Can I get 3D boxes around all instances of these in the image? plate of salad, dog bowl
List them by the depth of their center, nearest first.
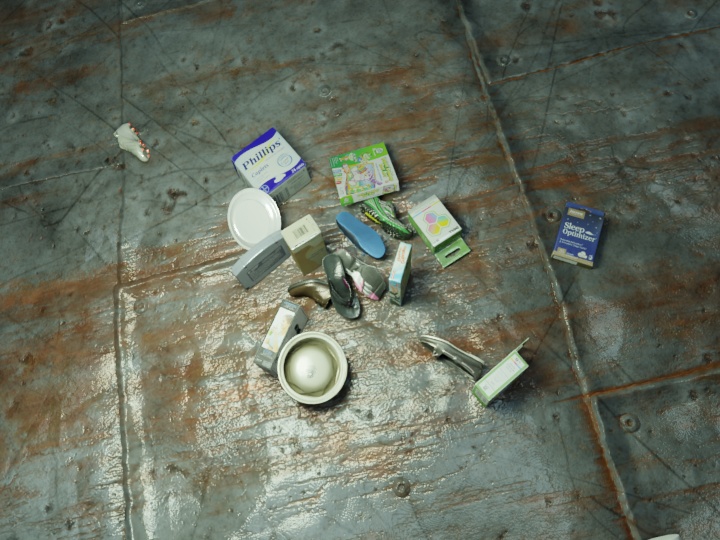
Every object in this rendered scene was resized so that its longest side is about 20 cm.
[{"bbox_3d":[-0.137,0.279,1.621,0.196,0.074,0.204,2,72,-7],"label":"dog bowl"},{"bbox_3d":[-0.334,-0.160,1.818,0.196,0.048,0.204,6,105,22],"label":"plate of salad"}]

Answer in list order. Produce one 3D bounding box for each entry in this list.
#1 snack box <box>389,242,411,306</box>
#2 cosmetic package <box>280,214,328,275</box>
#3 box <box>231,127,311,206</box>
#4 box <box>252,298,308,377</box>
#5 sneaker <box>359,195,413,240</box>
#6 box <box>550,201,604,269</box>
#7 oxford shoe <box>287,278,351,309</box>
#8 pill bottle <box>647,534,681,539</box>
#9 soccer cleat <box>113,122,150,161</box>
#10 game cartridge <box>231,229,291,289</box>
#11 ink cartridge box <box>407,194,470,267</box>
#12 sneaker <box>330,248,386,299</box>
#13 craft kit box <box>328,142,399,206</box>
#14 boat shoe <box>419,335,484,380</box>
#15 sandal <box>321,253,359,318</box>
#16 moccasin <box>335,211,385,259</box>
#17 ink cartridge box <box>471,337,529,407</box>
[{"bbox_3d":[0.115,0.015,1.649,0.036,0.201,0.118,15,69,10],"label":"snack box"},{"bbox_3d":[-0.162,-0.072,1.716,0.104,0.201,0.072,-32,69,-7],"label":"cosmetic package"},{"bbox_3d":[-0.295,-0.332,1.888,0.183,0.105,0.200,-38,68,-10],"label":"box"},{"bbox_3d":[-0.228,0.198,1.660,0.059,0.117,0.203,19,72,16],"label":"box"},{"bbox_3d":[0.092,-0.172,1.795,0.199,0.078,0.085,41,76,20],"label":"sneaker"},{"bbox_3d":[0.663,-0.115,1.736,0.119,0.033,0.203,17,70,13],"label":"box"},{"bbox_3d":[-0.125,0.072,1.724,0.196,0.073,0.086,-1,71,7],"label":"oxford shoe"},{"bbox_3d":[0.739,0.735,1.335,0.112,0.114,0.203,-14,67,0],"label":"pill bottle"},{"bbox_3d":[-0.803,-0.438,2.011,0.077,0.069,0.201,-36,62,-4],"label":"soccer cleat"},{"bbox_3d":[-0.298,-0.035,1.752,0.199,0.134,0.041,-40,70,-11],"label":"game cartridge"},{"bbox_3d":[0.241,-0.123,1.759,0.103,0.059,0.201,-31,68,-7],"label":"ink cartridge box"},{"bbox_3d":[0.000,0.000,1.738,0.200,0.086,0.080,45,99,-1],"label":"sneaker"},{"bbox_3d":[0.009,-0.314,1.855,0.194,0.049,0.202,-14,52,-3],"label":"craft kit box"},{"bbox_3d":[0.252,0.244,1.614,0.197,0.067,0.058,24,67,11],"label":"boat shoe"},{"bbox_3d":[-0.060,0.050,1.674,0.074,0.048,0.203,-24,95,-8],"label":"sandal"},{"bbox_3d":[0.005,-0.106,1.786,0.080,0.068,0.200,-36,70,-17],"label":"moccasin"},{"bbox_3d":[0.398,0.280,1.563,0.199,0.104,0.059,-39,69,-10],"label":"ink cartridge box"}]
